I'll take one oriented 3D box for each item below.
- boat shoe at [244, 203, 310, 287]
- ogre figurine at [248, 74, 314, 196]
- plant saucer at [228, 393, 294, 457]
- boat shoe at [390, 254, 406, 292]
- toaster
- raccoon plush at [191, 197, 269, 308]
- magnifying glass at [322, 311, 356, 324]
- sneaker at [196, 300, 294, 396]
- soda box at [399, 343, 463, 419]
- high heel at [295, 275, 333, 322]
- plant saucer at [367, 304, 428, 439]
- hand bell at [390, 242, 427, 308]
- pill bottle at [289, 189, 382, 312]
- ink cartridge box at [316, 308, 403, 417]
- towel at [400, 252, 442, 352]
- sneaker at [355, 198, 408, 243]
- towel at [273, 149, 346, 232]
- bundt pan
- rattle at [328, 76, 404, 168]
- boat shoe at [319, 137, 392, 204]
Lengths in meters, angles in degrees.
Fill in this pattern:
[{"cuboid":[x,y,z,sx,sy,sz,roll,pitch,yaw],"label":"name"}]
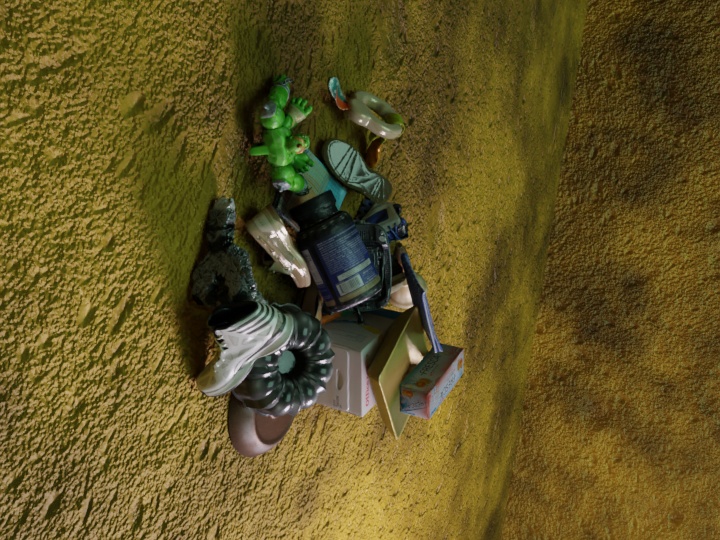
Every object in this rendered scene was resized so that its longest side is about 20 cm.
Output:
[{"cuboid":[-0.145,-0.032,1.181,0.064,0.071,0.201,-33,138,-9],"label":"boat shoe"},{"cuboid":[-0.128,-0.213,1.127,0.120,0.097,0.202,-62,165,-63],"label":"ogre figurine"},{"cuboid":[-0.166,0.248,1.239,0.200,0.036,0.203,-29,124,-56],"label":"plant saucer"},{"cuboid":[0.053,0.020,1.499,0.073,0.064,0.202,-24,167,-14],"label":"boat shoe"},{"cuboid":[0.000,0.000,1.341,0.129,0.112,0.203,-144,-131,-82],"label":"toaster"},{"cuboid":[-0.188,-0.002,1.078,0.134,0.096,0.202,35,67,-68],"label":"raccoon plush"},{"cuboid":[-0.035,0.081,1.414,0.199,0.079,0.023,-20,120,-48],"label":"magnifying glass"},{"cuboid":[-0.207,0.108,1.024,0.115,0.200,0.076,36,24,-38],"label":"sneaker"},{"cuboid":[0.149,0.224,1.382,0.200,0.068,0.064,-35,128,-55],"label":"soda box"},{"cuboid":[-0.109,0.053,1.264,0.200,0.071,0.144,-47,132,-53],"label":"high heel"},{"cuboid":[0.075,0.202,1.357,0.201,0.048,0.201,-59,146,-39],"label":"plant saucer"},{"cuboid":[0.096,-0.005,1.551,0.201,0.103,0.105,73,36,-57],"label":"hand bell"},{"cuboid":[-0.048,-0.036,1.210,0.112,0.111,0.202,-36,104,-53],"label":"pill bottle"},{"cuboid":[-0.011,0.177,1.394,0.200,0.143,0.149,-32,126,-56],"label":"ink cartridge box"},{"cuboid":[0.125,0.061,1.383,0.200,0.024,0.146,-109,-178,-64],"label":"towel"},{"cuboid":[0.039,-0.080,1.448,0.201,0.114,0.081,-65,147,-27],"label":"sneaker"},{"cuboid":[-0.092,-0.136,1.286,0.200,0.021,0.148,42,60,-58],"label":"towel"},{"cuboid":[-0.128,0.159,1.159,0.200,0.075,0.205,-2,94,-34],"label":"bundt pan"},{"cuboid":[-0.017,-0.297,1.373,0.199,0.142,0.132,-4,69,-46],"label":"rattle"},{"cuboid":[-0.018,-0.200,1.363,0.200,0.066,0.072,33,83,-40],"label":"boat shoe"}]
